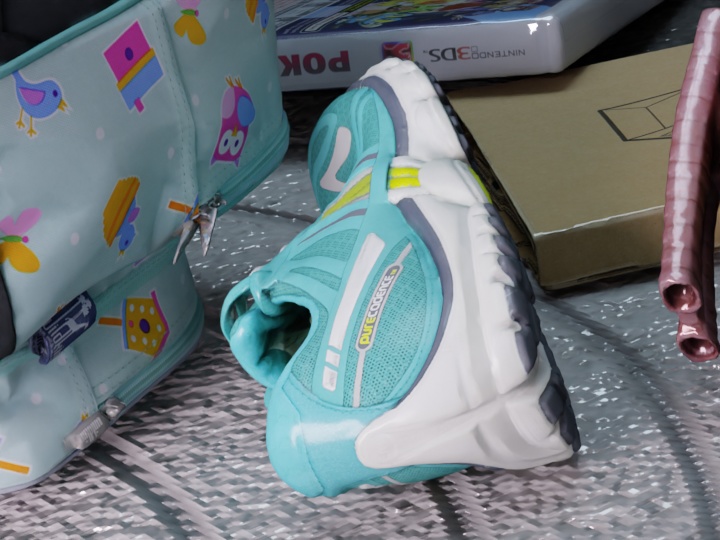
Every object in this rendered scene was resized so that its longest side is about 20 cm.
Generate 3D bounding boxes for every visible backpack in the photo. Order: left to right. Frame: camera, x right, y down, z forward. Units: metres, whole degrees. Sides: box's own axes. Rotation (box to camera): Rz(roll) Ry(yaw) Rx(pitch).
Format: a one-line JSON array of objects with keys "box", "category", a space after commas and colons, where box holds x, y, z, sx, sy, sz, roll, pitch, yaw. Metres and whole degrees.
[{"box": [-0.115, -0.037, 0.771, 0.175, 0.154, 0.200, 6, 35, 33], "category": "backpack"}]

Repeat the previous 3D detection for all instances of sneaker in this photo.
[{"box": [0.000, 0.000, 0.738, 0.079, 0.078, 0.200, -19, 20, 1], "category": "sneaker"}]

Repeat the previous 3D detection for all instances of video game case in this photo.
[{"box": [0.016, -0.095, 1.027, 0.181, 0.023, 0.200, -2, 13, 22], "category": "video game case"}]

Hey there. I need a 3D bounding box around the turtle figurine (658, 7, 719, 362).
[{"box": [0.160, -0.061, 0.702, 0.143, 0.201, 0.194, 23, 22, -16], "category": "turtle figurine"}]

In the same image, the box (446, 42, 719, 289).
[{"box": [0.135, -0.048, 0.870, 0.199, 0.021, 0.164, -13, 19, -4], "category": "box"}]
